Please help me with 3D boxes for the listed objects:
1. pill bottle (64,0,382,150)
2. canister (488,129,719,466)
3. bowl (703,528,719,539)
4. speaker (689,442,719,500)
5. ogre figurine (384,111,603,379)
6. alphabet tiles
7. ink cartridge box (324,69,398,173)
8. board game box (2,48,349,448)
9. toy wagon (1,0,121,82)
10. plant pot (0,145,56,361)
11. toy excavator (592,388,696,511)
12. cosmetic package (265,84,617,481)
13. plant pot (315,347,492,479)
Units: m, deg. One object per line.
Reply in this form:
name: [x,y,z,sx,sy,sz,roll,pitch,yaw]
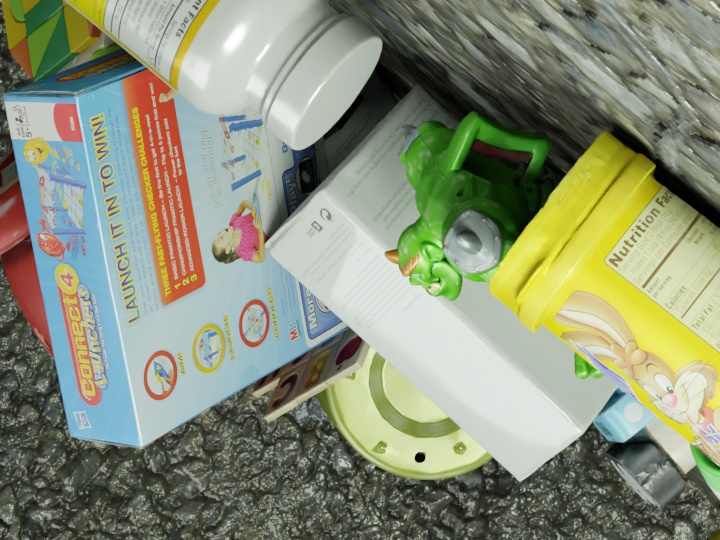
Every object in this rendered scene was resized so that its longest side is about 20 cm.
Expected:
pill bottle: [-0.087,-0.152,1.178,0.200,0.104,0.104,39,179,11]
canister: [0.160,0.037,0.997,0.200,0.087,0.149,38,179,6]
bowl: [0.393,0.272,1.973,0.200,0.108,0.200,40,179,1]
speaker: [0.257,0.125,1.218,0.200,0.089,0.088,41,179,-38]
ogre figurine: [0.081,-0.022,1.170,0.120,0.098,0.201,28,-143,-22]
alphabet tiles: [0.000,0.000,1.416,0.006,0.201,0.166,37,140,-19]
ink cartridge box: [-0.068,-0.142,1.463,0.146,0.083,0.200,39,178,17]
board game box: [-0.096,-0.030,1.274,0.056,0.201,0.196,5,-159,37]
toy wagon: [-0.161,-0.189,1.346,0.039,0.156,0.200,-4,169,-31]
plant pot: [-0.143,-0.024,1.472,0.183,0.200,0.200,46,177,-17]
toy excavator: [0.159,0.044,1.427,0.200,0.100,0.194,48,178,4]
cosmetic package: [0.061,0.007,1.291,0.200,0.113,0.081,45,142,-2]
plant pot: [0.047,0.051,1.494,0.200,0.201,0.193,40,-171,-3]
